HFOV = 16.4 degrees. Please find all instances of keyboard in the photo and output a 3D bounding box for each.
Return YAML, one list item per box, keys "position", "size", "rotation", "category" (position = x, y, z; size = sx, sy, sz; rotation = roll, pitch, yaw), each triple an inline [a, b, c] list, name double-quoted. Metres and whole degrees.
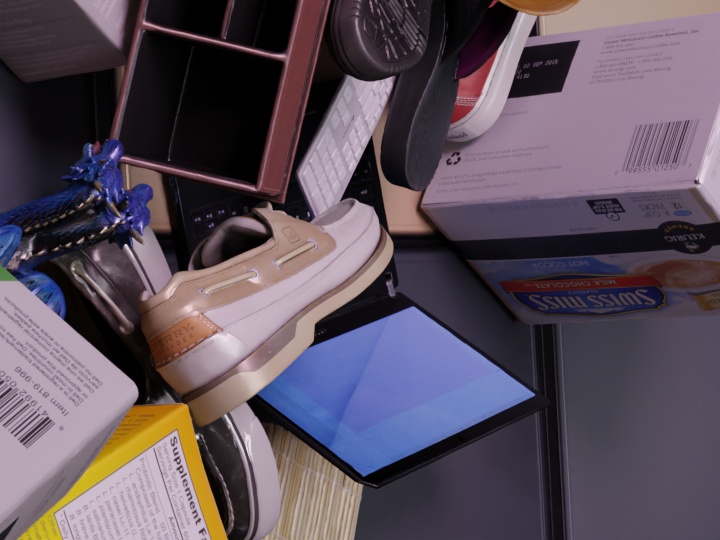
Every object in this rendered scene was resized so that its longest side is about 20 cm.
- position: [0.011, -0.116, 1.364]
  size: [0.056, 0.011, 0.201]
  rotation: [76, 34, -58]
  category: "keyboard"

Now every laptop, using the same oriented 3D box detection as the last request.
- position: [0.000, 0.000, 1.361]
  size: [0.177, 0.103, 0.201]
  rotation: [-20, 102, -52]
  category: "laptop"

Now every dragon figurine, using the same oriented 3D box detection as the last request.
- position: [-0.175, 0.011, 1.135]
  size: [0.200, 0.099, 0.059]
  rotation: [-51, 125, -36]
  category: "dragon figurine"

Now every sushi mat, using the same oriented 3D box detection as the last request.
- position: [-0.042, 0.192, 1.363]
  size: [0.096, 0.012, 0.201]
  rotation: [29, 64, -48]
  category: "sushi mat"

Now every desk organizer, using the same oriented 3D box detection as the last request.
- position: [-0.058, -0.139, 1.197]
  size: [0.077, 0.071, 0.201]
  rotation: [2, 102, -74]
  category: "desk organizer"

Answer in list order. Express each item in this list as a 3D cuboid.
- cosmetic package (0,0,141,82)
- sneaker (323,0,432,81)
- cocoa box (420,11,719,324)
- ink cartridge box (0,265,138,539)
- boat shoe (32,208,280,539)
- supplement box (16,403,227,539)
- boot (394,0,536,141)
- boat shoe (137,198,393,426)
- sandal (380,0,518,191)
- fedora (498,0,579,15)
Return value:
- position: [-0.172, -0.193, 1.176]
  size: [0.200, 0.090, 0.107]
  rotation: [49, 51, -34]
  category: "cosmetic package"
- position: [-0.015, -0.145, 1.315]
  size: [0.060, 0.104, 0.200]
  rotation: [57, 29, -25]
  category: "sneaker"
- position: [0.164, -0.058, 1.498]
  size: [0.131, 0.199, 0.134]
  rotation: [48, 52, -39]
  category: "cocoa box"
- position: [-0.207, 0.070, 0.994]
  size: [0.147, 0.083, 0.200]
  rotation: [42, 38, 5]
  category: "ink cartridge box"
- position: [-0.109, 0.062, 1.249]
  size: [0.064, 0.070, 0.201]
  rotation: [-44, 112, -45]
  category: "boat shoe"
- position: [-0.161, 0.150, 1.134]
  size: [0.200, 0.109, 0.109]
  rotation: [-33, 112, -48]
  category: "supplement box"
- position: [0.048, -0.197, 1.472]
  size: [0.144, 0.072, 0.201]
  rotation: [38, 62, -42]
  category: "boot"
- position: [-0.044, 0.001, 1.235]
  size: [0.069, 0.075, 0.200]
  rotation: [54, 29, -7]
  category: "boat shoe"
- position: [0.062, -0.140, 1.400]
  size: [0.075, 0.048, 0.202]
  rotation: [13, 91, -69]
  category: "sandal"
- position: [0.102, -0.241, 1.342]
  size: [0.200, 0.082, 0.202]
  rotation: [14, 72, -49]
  category: "fedora"
